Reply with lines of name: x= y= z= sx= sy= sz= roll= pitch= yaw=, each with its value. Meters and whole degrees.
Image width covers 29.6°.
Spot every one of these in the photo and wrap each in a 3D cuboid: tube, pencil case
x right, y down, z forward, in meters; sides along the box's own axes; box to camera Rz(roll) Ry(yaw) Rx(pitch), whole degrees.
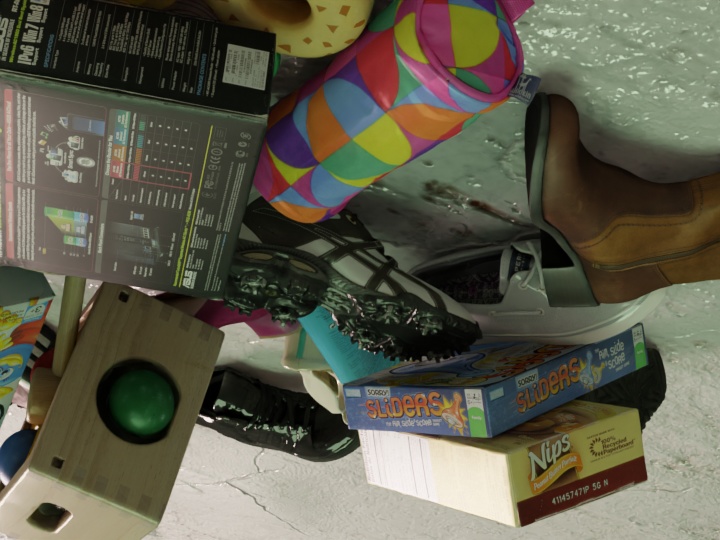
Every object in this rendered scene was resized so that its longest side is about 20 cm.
tube: x=-0.009 y=0.048 z=1.085 sx=0.050 sy=0.078 sz=0.200 roll=21 pitch=159 yaw=33
pencil case: x=0.012 y=-0.096 z=0.781 sx=0.088 sy=0.089 sz=0.199 roll=23 pitch=149 yaw=-29

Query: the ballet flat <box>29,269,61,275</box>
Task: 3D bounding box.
ballet flat: x=-0.258 y=-0.061 z=0.898 sx=0.198 sy=0.068 sz=0.068 roll=24 pitch=140 yaw=2

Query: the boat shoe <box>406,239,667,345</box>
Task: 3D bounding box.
boat shoe: x=0.120 y=0.008 z=0.980 sx=0.198 sy=0.073 sz=0.068 roll=-2 pitch=153 yaw=37

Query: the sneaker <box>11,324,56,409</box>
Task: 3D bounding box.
sneaker: x=-0.299 y=0.109 z=1.281 sx=0.114 sy=0.076 sz=0.200 roll=-5 pitch=140 yaw=34

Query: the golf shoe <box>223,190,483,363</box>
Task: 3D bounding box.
golf shoe: x=0.000 y=0.000 z=0.955 sx=0.198 sy=0.096 sz=0.078 roll=20 pitch=144 yaw=-21

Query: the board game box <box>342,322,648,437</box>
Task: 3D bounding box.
board game box: x=0.102 y=0.077 z=1.001 sx=0.134 sy=0.035 sz=0.199 roll=-3 pitch=-171 yaw=43

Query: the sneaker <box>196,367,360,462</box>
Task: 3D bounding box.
sneaker: x=-0.097 y=0.130 z=1.262 sx=0.198 sy=0.061 sz=0.104 roll=0 pitch=156 yaw=37

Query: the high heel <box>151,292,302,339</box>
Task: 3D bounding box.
high heel: x=-0.147 y=0.027 z=1.078 sx=0.198 sy=0.068 sz=0.096 roll=-4 pitch=146 yaw=25

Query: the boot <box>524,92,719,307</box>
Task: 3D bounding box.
boot: x=0.204 y=-0.048 z=0.844 sx=0.197 sy=0.069 sz=0.190 roll=-7 pitch=133 yaw=12

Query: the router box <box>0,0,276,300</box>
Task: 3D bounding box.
router box: x=-0.136 y=-0.065 z=0.774 sx=0.148 sy=0.063 sz=0.201 roll=9 pitch=149 yaw=-9

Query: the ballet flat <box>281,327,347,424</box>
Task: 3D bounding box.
ballet flat: x=-0.008 y=0.100 z=1.182 sx=0.069 sy=0.070 sz=0.200 roll=-9 pitch=149 yaw=28

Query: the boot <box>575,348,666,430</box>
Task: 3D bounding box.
boot: x=0.135 y=0.118 z=1.120 sx=0.198 sy=0.074 sz=0.181 roll=-8 pitch=-175 yaw=33

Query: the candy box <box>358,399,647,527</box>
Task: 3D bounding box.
candy box: x=0.096 y=0.128 z=0.978 sx=0.114 sy=0.056 sz=0.199 roll=-12 pitch=-174 yaw=-29

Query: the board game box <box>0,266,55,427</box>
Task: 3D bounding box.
board game box: x=-0.308 y=0.052 z=0.970 sx=0.102 sy=0.105 sz=0.201 roll=-13 pitch=147 yaw=-40

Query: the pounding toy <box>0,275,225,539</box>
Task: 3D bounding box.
pounding toy: x=-0.197 y=0.090 z=1.002 sx=0.141 sy=0.186 sz=0.200 roll=26 pitch=147 yaw=-15

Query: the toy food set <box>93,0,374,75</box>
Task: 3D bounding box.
toy food set: x=-0.106 y=-0.160 z=0.723 sx=0.197 sy=0.049 sz=0.199 roll=-19 pitch=143 yaw=41
